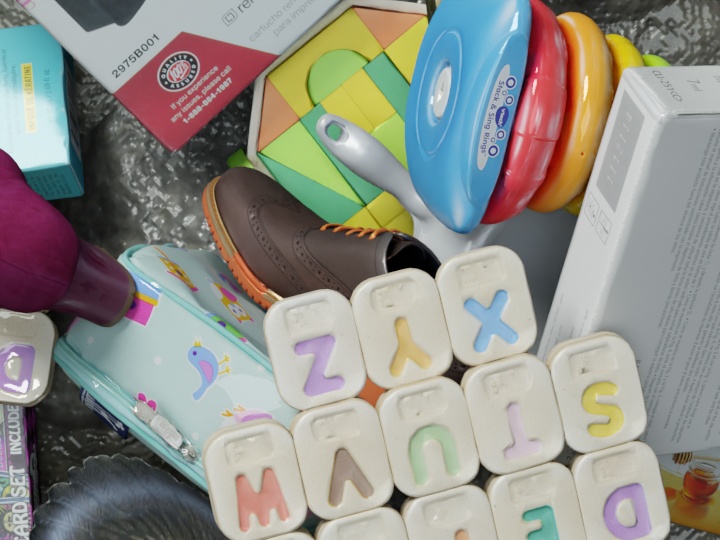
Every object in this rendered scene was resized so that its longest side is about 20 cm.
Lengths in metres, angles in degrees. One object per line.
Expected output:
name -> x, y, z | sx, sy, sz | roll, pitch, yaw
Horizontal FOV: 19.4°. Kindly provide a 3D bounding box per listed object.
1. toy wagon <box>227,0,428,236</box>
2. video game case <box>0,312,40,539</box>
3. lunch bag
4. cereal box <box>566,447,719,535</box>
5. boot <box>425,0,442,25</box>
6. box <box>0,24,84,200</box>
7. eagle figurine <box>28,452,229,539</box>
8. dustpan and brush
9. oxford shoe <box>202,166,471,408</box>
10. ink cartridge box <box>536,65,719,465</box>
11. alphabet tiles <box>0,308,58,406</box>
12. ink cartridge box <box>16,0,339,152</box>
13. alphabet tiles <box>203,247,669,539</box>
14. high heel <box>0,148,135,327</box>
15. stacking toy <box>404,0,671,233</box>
toy wagon -> 0.033, -0.048, 1.110 | 0.155, 0.040, 0.200 | -38, 93, 5
video game case -> -0.263, 0.123, 1.135 | 0.179, 0.036, 0.202 | -2, 95, 3
lunch bag -> -0.057, 0.063, 1.035 | 0.160, 0.200, 0.077 | 40, 96, 9
cereal box -> 0.192, 0.034, 1.087 | 0.143, 0.039, 0.202 | 16, 96, -24
boot -> 0.130, -0.187, 1.061 | 0.198, 0.066, 0.177 | -1, 74, 2
box -> -0.248, -0.072, 1.094 | 0.198, 0.049, 0.083 | -8, 73, 0
eagle figurine -> -0.072, 0.181, 1.038 | 0.150, 0.200, 0.153 | 3, 112, -23
dustpan and brush -> 0.059, -0.017, 1.066 | 0.200, 0.057, 0.140 | 37, 86, -30
oxford shoe -> 0.000, 0.000, 1.033 | 0.200, 0.071, 0.073 | 41, 122, 26
ink cartridge box -> 0.182, -0.001, 0.986 | 0.175, 0.045, 0.201 | -2, 128, -21
alphabet tiles -> -0.255, 0.011, 1.106 | 0.198, 0.015, 0.197 | 7, 79, 4
ink cartridge box -> -0.114, -0.183, 1.039 | 0.146, 0.083, 0.200 | -42, 119, 8
alphabet tiles -> 0.035, 0.097, 0.933 | 0.198, 0.015, 0.197 | -14, 98, -8
high heel -> -0.193, -0.034, 0.972 | 0.199, 0.096, 0.068 | 22, 86, 39
stacking toy -> 0.129, -0.064, 0.998 | 0.198, 0.110, 0.117 | 11, 103, -17
